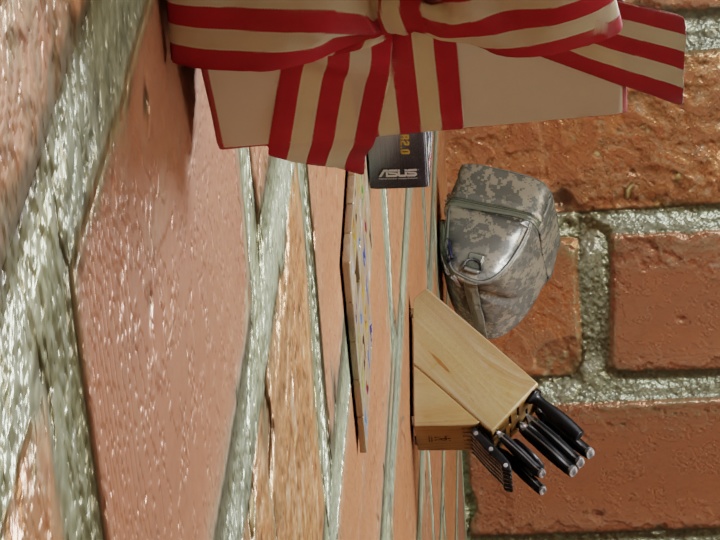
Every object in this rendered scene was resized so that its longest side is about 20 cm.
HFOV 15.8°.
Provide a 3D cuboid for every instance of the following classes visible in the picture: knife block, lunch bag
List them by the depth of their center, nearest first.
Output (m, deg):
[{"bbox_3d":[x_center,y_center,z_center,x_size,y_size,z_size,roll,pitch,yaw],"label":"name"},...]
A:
[{"bbox_3d":[0.138,0.118,2.529,0.064,0.175,0.201,82,7,-63],"label":"knife block"},{"bbox_3d":[0.171,-0.020,3.358,0.200,0.139,0.168,74,31,-62],"label":"lunch bag"}]

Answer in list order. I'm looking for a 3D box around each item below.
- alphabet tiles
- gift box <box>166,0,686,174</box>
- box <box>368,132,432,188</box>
[{"bbox_3d":[0.000,0.000,1.824,0.200,0.008,0.168,-86,173,-52],"label":"alphabet tiles"},{"bbox_3d":[0.023,-0.146,0.983,0.200,0.184,0.187,73,12,-50],"label":"gift box"},{"bbox_3d":[0.030,-0.177,2.052,0.200,0.048,0.159,-85,172,-63],"label":"box"}]
